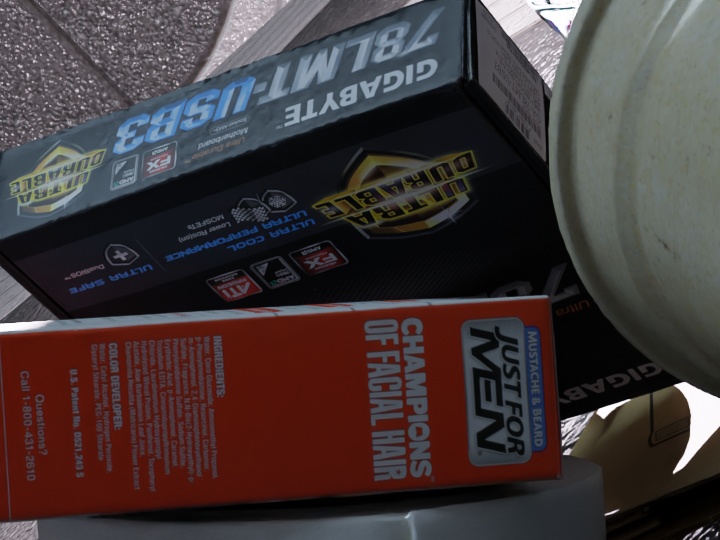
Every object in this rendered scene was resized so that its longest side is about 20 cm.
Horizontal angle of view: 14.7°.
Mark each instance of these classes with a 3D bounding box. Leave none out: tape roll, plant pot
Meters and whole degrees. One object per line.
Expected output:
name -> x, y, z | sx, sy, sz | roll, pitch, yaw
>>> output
tape roll -> -0.012, 0.107, 0.972 | 0.201, 0.071, 0.202 | -3, 2, 0
plant pot -> 0.174, -0.018, 0.810 | 0.200, 0.200, 0.184 | -43, 23, 5

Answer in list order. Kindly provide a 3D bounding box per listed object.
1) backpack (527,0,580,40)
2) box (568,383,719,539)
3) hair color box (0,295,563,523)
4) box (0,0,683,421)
backpack -> 0.179, -0.148, 1.279 | 0.176, 0.153, 0.200 | -47, 2, -1
box -> 0.150, 0.032, 1.078 | 0.163, 0.021, 0.200 | -32, 16, 46
hair color box -> -0.043, 0.044, 0.918 | 0.199, 0.064, 0.111 | -5, 0, -10
box -> 0.000, 0.000, 1.017 | 0.199, 0.199, 0.050 | -18, 48, 24
